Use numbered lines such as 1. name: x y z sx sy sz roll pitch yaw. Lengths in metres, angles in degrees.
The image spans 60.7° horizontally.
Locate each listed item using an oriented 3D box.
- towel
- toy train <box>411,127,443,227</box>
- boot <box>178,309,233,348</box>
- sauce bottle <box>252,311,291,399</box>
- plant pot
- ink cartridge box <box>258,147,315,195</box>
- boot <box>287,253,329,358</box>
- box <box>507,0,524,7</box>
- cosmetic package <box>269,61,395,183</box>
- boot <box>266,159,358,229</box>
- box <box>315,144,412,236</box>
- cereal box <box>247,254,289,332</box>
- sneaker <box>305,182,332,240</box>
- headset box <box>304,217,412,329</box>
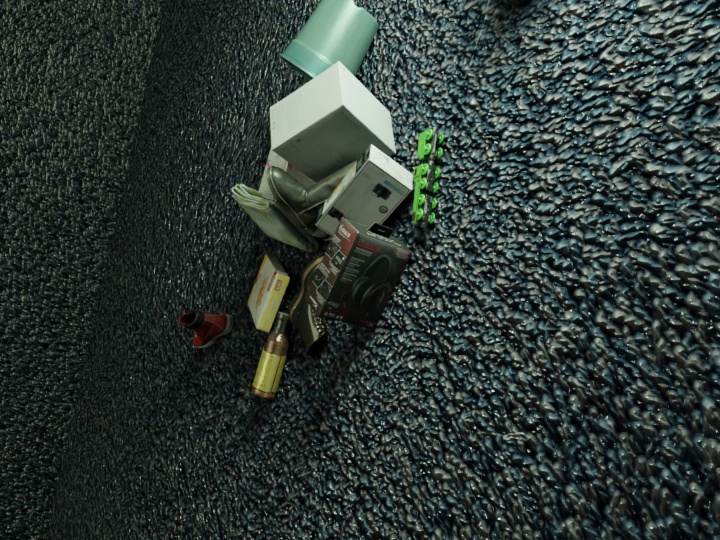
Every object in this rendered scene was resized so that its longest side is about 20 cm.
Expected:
1. towel: -0.207 -0.121 1.475 0.169 0.200 0.049 25 75 43
2. toy train: 0.127 -0.181 1.207 0.056 0.041 0.206 -11 68 60
3. boot: -0.476 0.166 1.787 0.199 0.142 0.074 -32 54 43
4. sauce bottle: -0.207 0.203 1.485 0.065 0.065 0.205 15 87 53
5. plant pot: -0.065 -0.545 1.484 0.198 0.198 0.200 -56 39 10
6. ink cartridge box: -0.156 -0.246 1.530 0.124 0.126 0.205 16 89 55
7. boot: -0.088 0.079 1.375 0.140 0.076 0.203 59 137 40
8. box: 0.272 -0.607 1.094 0.114 0.130 0.205 -24 58 44
9. cosmetic package: -0.059 -0.302 1.328 0.197 0.198 0.126 -25 57 28
10. boot: -0.080 -0.186 1.322 0.196 0.182 0.074 -19 43 25
11. box: 0.007 -0.145 1.275 0.200 0.115 0.061 -45 23 34
12. cereal box: -0.236 0.053 1.558 0.147 0.039 0.200 -68 21 7
13. sneaker: -0.085 -0.177 1.451 0.076 0.079 0.206 -16 64 50
14. headset box: 0.000 0.000 1.215 0.077 0.147 0.203 44 111 49
